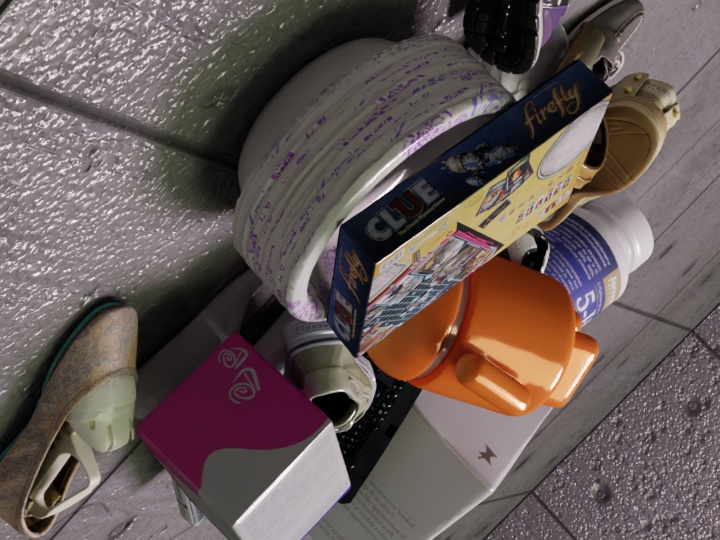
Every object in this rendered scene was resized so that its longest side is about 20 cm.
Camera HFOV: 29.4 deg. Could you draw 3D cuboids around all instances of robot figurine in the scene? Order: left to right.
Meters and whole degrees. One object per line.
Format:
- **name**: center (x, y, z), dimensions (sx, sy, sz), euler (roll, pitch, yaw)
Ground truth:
- **robot figurine**: center (0.084, 0.042, 1.047), dimensions (0.199, 0.145, 0.117), euler (19, 153, -23)

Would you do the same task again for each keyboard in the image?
- **keyboard**: center (-0.015, 0.109, 1.163), dimensions (0.040, 0.104, 0.201), euler (-25, 150, -53)

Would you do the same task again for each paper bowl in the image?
- **paper bowl**: center (0.001, -0.069, 0.896), dimensions (0.200, 0.104, 0.201), euler (-39, 161, -16)

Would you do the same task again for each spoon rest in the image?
- **spoon rest**: center (-0.103, 0.051, 1.043), dimensions (0.200, 0.061, 0.099), euler (-34, 163, 13)

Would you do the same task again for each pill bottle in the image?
- **pill bottle**: center (0.215, 0.002, 1.467), dimensions (0.200, 0.120, 0.120), euler (-34, 160, -25)

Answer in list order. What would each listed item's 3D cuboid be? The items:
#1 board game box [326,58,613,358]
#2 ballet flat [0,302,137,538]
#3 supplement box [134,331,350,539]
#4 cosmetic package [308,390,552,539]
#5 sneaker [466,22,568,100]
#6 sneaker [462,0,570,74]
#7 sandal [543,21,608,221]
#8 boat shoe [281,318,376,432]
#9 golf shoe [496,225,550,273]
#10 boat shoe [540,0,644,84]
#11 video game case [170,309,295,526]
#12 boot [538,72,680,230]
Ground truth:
- **board game box**: center (0.067, -0.038, 0.886), dimensions (0.200, 0.035, 0.136), euler (-36, 160, -21)
- **ballet flat**: center (-0.193, 0.110, 0.945), dimensions (0.068, 0.067, 0.200), euler (-12, 144, -53)
- **supplement box**: center (-0.081, 0.141, 1.014), dimensions (0.103, 0.101, 0.200), euler (-45, 163, -12)
- **cosmetic package**: center (0.038, 0.154, 1.279), dimensions (0.200, 0.165, 0.165), euler (-45, 177, 35)
- **sneaker**: center (0.091, -0.099, 1.023), dimensions (0.200, 0.099, 0.078), euler (-44, 161, 1)
- **sneaker**: center (0.120, -0.223, 0.895), dimensions (0.088, 0.076, 0.200), euler (-51, 170, -26)
- **sandal**: center (0.164, -0.102, 1.042), dimensions (0.200, 0.054, 0.081), euler (98, 14, -54)
- **boat shoe**: center (-0.027, 0.092, 1.050), dimensions (0.072, 0.062, 0.200), euler (-9, 159, 4)
- **golf shoe**: center (0.113, -0.017, 1.162), dimensions (0.078, 0.094, 0.200), euler (-46, 167, 1)
- **boat shoe**: center (0.173, -0.154, 1.139), dimensions (0.200, 0.057, 0.067), euler (-37, 161, -17)
- **video game case**: center (-0.090, 0.114, 1.179), dimensions (0.200, 0.023, 0.182), euler (-49, 164, -22)
- **boot**: center (0.225, -0.121, 1.167), dimensions (0.155, 0.073, 0.200), euler (-40, 177, -28)
